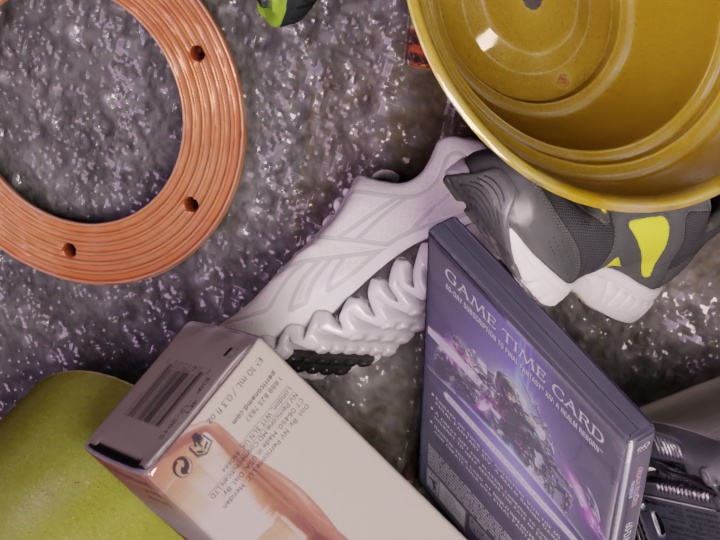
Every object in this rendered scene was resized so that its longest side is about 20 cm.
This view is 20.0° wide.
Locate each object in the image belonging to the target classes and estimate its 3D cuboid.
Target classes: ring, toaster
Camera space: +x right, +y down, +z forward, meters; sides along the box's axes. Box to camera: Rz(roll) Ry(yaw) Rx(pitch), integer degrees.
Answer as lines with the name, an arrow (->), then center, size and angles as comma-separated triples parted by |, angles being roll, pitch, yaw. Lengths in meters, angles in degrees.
ring -> -0.150, -0.089, 1.080 | 0.200, 0.019, 0.201 | 8, 112, 19
toaster -> 0.192, 0.099, 0.890 | 0.129, 0.200, 0.114 | -23, 95, -17

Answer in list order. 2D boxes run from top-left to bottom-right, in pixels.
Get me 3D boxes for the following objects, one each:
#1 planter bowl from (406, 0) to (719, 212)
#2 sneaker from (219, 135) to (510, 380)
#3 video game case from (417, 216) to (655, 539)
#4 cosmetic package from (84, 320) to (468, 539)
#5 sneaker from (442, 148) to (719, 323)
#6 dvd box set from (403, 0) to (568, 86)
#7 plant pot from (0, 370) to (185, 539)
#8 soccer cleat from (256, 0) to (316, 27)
planter bowl -> 0.088, -0.119, 0.837 | 0.083, 0.200, 0.201 | -10, 102, 64
sneaker -> 0.000, 0.000, 1.024 | 0.200, 0.075, 0.081 | -27, 71, 31
video game case -> 0.076, 0.087, 0.948 | 0.143, 0.019, 0.200 | 48, 154, 32
cosmetic package -> -0.026, 0.124, 0.990 | 0.200, 0.103, 0.087 | 45, 75, -19
sneaker -> 0.105, -0.034, 0.900 | 0.085, 0.200, 0.075 | -42, 69, 16
dvd box set -> 0.123, -0.142, 0.908 | 0.199, 0.029, 0.147 | 12, 124, 10
plant pot -> -0.176, 0.182, 1.042 | 0.187, 0.200, 0.188 | 22, 131, 28
soccer cleat -> -0.003, -0.195, 0.963 | 0.200, 0.081, 0.068 | 111, 147, -43
